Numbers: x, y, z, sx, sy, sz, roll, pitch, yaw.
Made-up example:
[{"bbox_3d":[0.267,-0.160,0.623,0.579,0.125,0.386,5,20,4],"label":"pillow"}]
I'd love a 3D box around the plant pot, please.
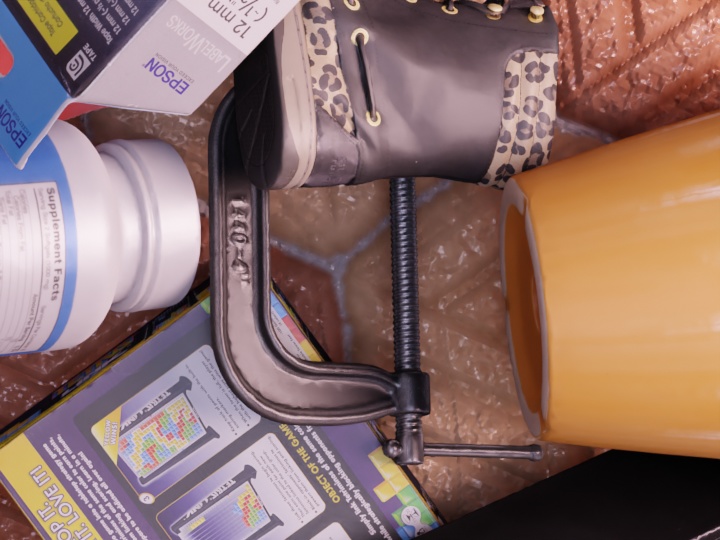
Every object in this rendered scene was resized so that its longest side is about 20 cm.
[{"bbox_3d":[0.165,0.009,1.334,0.182,0.200,0.202,-6,98,-6],"label":"plant pot"}]

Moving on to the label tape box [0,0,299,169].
[{"bbox_3d":[-0.101,-0.147,1.305,0.200,0.143,0.066,-47,137,9],"label":"label tape box"}]

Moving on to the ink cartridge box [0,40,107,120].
[{"bbox_3d":[-0.223,-0.130,1.359,0.199,0.057,0.164,-16,99,2],"label":"ink cartridge box"}]

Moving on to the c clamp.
[{"bbox_3d":[0.000,0.000,1.379,0.170,0.027,0.202,-3,82,-26],"label":"c clamp"}]

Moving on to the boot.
[{"bbox_3d":[0.016,-0.129,1.365,0.150,0.073,0.201,6,69,-23],"label":"boot"}]

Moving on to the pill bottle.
[{"bbox_3d":[-0.181,-0.014,1.322,0.199,0.112,0.113,-6,99,-32],"label":"pill bottle"}]

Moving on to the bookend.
[{"bbox_3d":[0.114,0.207,1.393,0.198,0.092,0.201,-21,122,-24],"label":"bookend"}]

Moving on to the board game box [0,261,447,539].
[{"bbox_3d":[-0.063,0.119,1.403,0.165,0.057,0.201,-35,100,2],"label":"board game box"}]
